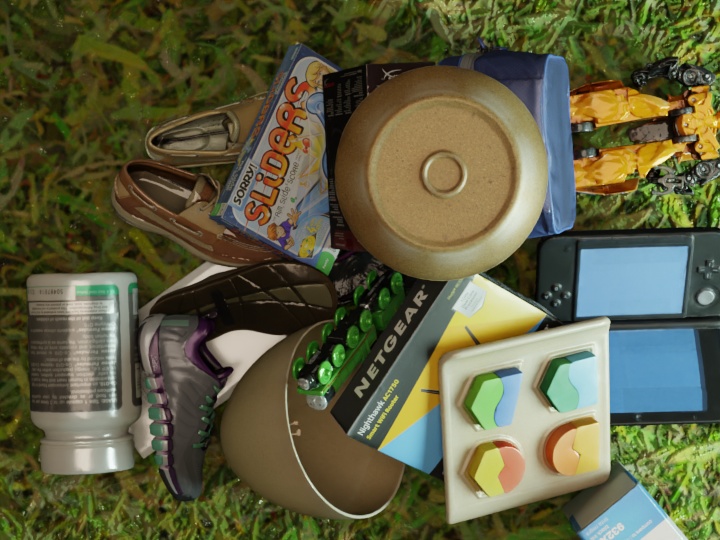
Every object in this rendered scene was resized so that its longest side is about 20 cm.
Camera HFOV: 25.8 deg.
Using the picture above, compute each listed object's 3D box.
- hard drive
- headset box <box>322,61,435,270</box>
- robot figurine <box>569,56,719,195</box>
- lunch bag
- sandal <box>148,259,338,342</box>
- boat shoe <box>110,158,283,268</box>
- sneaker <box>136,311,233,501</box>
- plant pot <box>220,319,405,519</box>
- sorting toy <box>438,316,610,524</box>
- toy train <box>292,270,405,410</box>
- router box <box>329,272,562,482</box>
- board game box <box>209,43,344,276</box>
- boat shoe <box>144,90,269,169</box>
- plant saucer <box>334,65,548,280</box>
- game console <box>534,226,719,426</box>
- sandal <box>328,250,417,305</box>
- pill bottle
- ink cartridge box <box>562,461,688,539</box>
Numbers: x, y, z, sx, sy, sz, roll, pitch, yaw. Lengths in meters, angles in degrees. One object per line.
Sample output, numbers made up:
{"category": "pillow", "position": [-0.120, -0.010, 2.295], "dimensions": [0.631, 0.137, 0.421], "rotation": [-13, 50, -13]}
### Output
{"category": "hard drive", "position": [-0.185, 0.087, 1.666], "dimensions": [0.200, 0.027, 0.132], "rotation": [-35, 90, 1]}
{"category": "headset box", "position": [0.021, -0.100, 1.547], "dimensions": [0.077, 0.149, 0.201], "rotation": [-5, 94, -17]}
{"category": "robot figurine", "position": [0.287, -0.145, 1.648], "dimensions": [0.199, 0.058, 0.145], "rotation": [-8, 91, 1]}
{"category": "lunch bag", "position": [0.133, -0.130, 1.546], "dimensions": [0.132, 0.136, 0.201], "rotation": [-3, 92, 18]}
{"category": "sandal", "position": [-0.121, 0.032, 1.628], "dimensions": [0.199, 0.055, 0.082], "rotation": [-15, 110, 16]}
{"category": "boat shoe", "position": [-0.164, -0.061, 1.631], "dimensions": [0.199, 0.072, 0.076], "rotation": [17, 59, -1]}
{"category": "sneaker", "position": [-0.169, 0.140, 1.606], "dimensions": [0.087, 0.074, 0.201], "rotation": [-7, 104, 11]}
{"category": "plant pot", "position": [-0.064, 0.162, 1.602], "dimensions": [0.134, 0.200, 0.201], "rotation": [-16, 91, 33]}
{"category": "sorting toy", "position": [0.168, 0.152, 1.555], "dimensions": [0.185, 0.036, 0.201], "rotation": [-12, 117, -19]}
{"category": "toy train", "position": [-0.008, 0.068, 1.563], "dimensions": [0.042, 0.200, 0.057], "rotation": [6, 125, 28]}
{"category": "router box", "position": [0.085, 0.097, 1.547], "dimensions": [0.149, 0.051, 0.200], "rotation": [28, 99, -32]}
{"category": "board game box", "position": [-0.054, -0.112, 1.616], "dimensions": [0.135, 0.034, 0.200], "rotation": [28, 79, -25]}
{"category": "boat shoe", "position": [-0.125, -0.146, 1.637], "dimensions": [0.199, 0.076, 0.072], "rotation": [-17, 88, -3]}
{"category": "plant saucer", "position": [0.076, -0.089, 1.450], "dimensions": [0.200, 0.035, 0.201], "rotation": [0, 95, 0]}
{"category": "game console", "position": [0.283, 0.057, 1.614], "dimensions": [0.199, 0.118, 0.171], "rotation": [-2, 124, -1]}
{"category": "sandal", "position": [0.000, 0.001, 1.654], "dimensions": [0.200, 0.048, 0.076], "rotation": [-23, 91, 1]}
{"category": "pill bottle", "position": [-0.280, 0.102, 1.598], "dimensions": [0.113, 0.113, 0.201], "rotation": [-2, 89, 0]}
{"category": "ink cartridge box", "position": [0.306, 0.306, 1.609], "dimensions": [0.084, 0.145, 0.200], "rotation": [-40, 91, 1]}
